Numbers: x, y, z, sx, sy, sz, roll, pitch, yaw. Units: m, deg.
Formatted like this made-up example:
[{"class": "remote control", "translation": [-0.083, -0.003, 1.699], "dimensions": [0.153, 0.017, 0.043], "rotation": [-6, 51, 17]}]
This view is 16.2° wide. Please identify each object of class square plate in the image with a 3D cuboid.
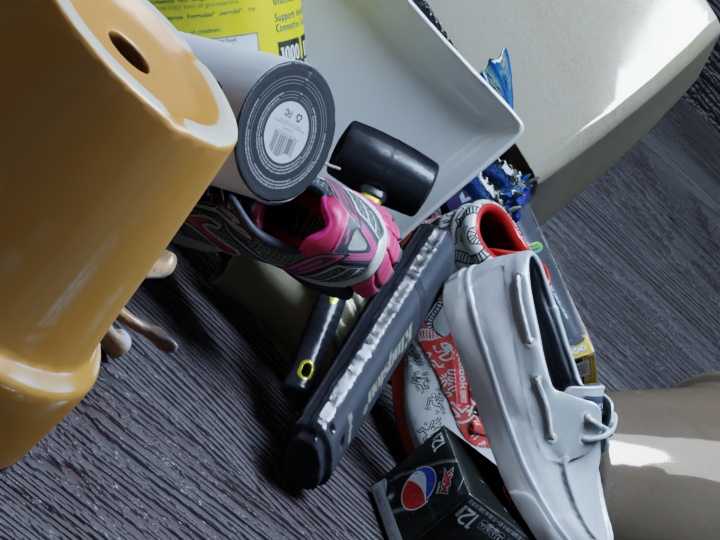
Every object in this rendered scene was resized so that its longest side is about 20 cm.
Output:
[{"class": "square plate", "translation": [-0.030, -0.098, 1.611], "dimensions": [0.198, 0.200, 0.028], "rotation": [49, 12, 2]}]

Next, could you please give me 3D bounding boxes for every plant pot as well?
[{"class": "plant pot", "translation": [-0.162, -0.042, 1.146], "dimensions": [0.200, 0.183, 0.200], "rotation": [44, 16, -16]}, {"class": "plant pot", "translation": [0.141, -0.167, 1.796], "dimensions": [0.200, 0.177, 0.200], "rotation": [59, -6, 10]}, {"class": "plant pot", "translation": [0.192, 0.157, 1.690], "dimensions": [0.174, 0.200, 0.200], "rotation": [13, 34, -33]}]

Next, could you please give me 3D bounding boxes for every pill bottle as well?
[{"class": "pill bottle", "translation": [-0.095, -0.198, 1.530], "dimensions": [0.112, 0.112, 0.201], "rotation": [-56, 141, -74]}]

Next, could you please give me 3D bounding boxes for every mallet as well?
[{"class": "mallet", "translation": [0.000, 0.000, 1.517], "dimensions": [0.066, 0.041, 0.200], "rotation": [20, 55, -11]}]

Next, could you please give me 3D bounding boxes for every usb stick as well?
[{"class": "usb stick", "translation": [0.007, 0.047, 1.481], "dimensions": [0.033, 0.056, 0.200], "rotation": [24, 47, 10]}]

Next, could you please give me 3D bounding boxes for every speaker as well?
[{"class": "speaker", "translation": [-0.111, -0.098, 1.440], "dimensions": [0.200, 0.081, 0.081], "rotation": [18, -8, 41]}]

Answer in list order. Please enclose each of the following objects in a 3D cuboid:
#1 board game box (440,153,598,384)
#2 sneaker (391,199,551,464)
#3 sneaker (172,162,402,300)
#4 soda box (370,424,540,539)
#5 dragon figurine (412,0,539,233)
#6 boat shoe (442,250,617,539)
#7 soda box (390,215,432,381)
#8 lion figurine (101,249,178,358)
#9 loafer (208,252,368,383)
[{"class": "board game box", "translation": [0.113, 0.033, 1.774], "dimensions": [0.200, 0.057, 0.166], "rotation": [73, -7, -65]}, {"class": "sneaker", "translation": [0.075, 0.055, 1.610], "dimensions": [0.067, 0.108, 0.202], "rotation": [7, 63, -47]}, {"class": "sneaker", "translation": [-0.070, -0.048, 1.480], "dimensions": [0.200, 0.081, 0.075], "rotation": [19, -7, 30]}, {"class": "soda box", "translation": [0.098, 0.180, 1.547], "dimensions": [0.200, 0.063, 0.071], "rotation": [39, 18, -34]}, {"class": "dragon figurine", "translation": [0.067, -0.113, 1.646], "dimensions": [0.099, 0.200, 0.059], "rotation": [9, 26, 16]}, {"class": "boat shoe", "translation": [0.116, 0.084, 1.515], "dimensions": [0.072, 0.068, 0.200], "rotation": [5, 64, -63]}, {"class": "soda box", "translation": [0.027, 0.004, 1.780], "dimensions": [0.068, 0.064, 0.200], "rotation": [36, 19, -38]}, {"class": "lion figurine", "translation": [-0.161, -0.046, 1.356], "dimensions": [0.200, 0.072, 0.123], "rotation": [53, 0, 44]}, {"class": "loafer", "translation": [-0.054, 0.003, 1.555], "dimensions": [0.068, 0.076, 0.200], "rotation": [-17, 71, -32]}]
